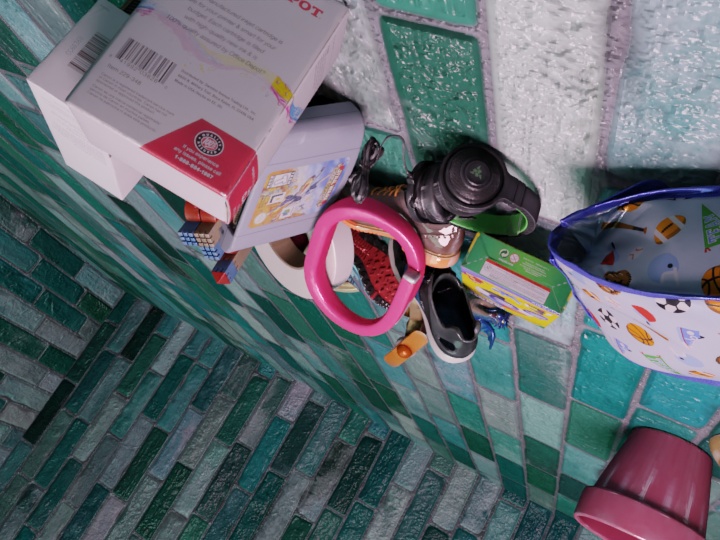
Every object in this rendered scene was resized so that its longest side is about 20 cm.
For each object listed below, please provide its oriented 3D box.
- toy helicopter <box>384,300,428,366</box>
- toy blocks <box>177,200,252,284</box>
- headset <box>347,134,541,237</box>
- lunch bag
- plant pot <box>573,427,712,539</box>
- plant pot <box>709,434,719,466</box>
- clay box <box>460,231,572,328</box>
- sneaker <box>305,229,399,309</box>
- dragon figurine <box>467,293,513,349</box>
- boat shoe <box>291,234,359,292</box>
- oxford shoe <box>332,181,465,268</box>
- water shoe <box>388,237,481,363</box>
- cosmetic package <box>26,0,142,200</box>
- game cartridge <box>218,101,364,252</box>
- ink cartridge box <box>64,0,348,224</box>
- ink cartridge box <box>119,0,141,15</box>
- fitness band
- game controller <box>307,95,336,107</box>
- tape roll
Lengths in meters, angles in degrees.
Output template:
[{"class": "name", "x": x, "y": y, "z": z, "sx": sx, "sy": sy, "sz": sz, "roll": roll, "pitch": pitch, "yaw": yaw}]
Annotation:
[{"class": "toy helicopter", "x": 0.081, "y": 0.071, "z": 0.977, "sx": 0.079, "sy": 0.132, "sz": 0.200, "roll": 23, "pitch": 160, "yaw": 16}, {"class": "toy blocks", "x": -0.214, "y": -0.075, "z": 0.978, "sx": 0.100, "sy": 0.137, "sz": 0.200, "roll": 6, "pitch": 137, "yaw": 21}, {"class": "headset", "x": 0.085, "y": -0.071, "z": 0.653, "sx": 0.200, "sy": 0.094, "sz": 0.123, "roll": 26, "pitch": 165, "yaw": -23}, {"class": "lunch bag", "x": 0.274, "y": 0.015, "z": 0.539, "sx": 0.200, "sy": 0.124, "sz": 0.170, "roll": 1, "pitch": 148, "yaw": 43}, {"class": "plant pot", "x": 0.475, "y": 0.365, "z": 1.062, "sx": 0.200, "sy": 0.179, "sz": 0.200, "roll": 28, "pitch": 162, "yaw": 10}, {"class": "plant pot", "x": 0.597, "y": 0.293, "z": 0.926, "sx": 0.200, "sy": 0.028, "sz": 0.200, "roll": 27, "pitch": 161, "yaw": 10}, {"class": "clay box", "x": 0.178, "y": 0.019, "z": 0.761, "sx": 0.115, "sy": 0.048, "sz": 0.200, "roll": 27, "pitch": 175, "yaw": 14}, {"class": "sneaker", "x": -0.008, "y": -0.023, "z": 0.987, "sx": 0.200, "sy": 0.079, "sz": 0.095, "roll": 49, "pitch": 162, "yaw": -22}, {"class": "dragon figurine", "x": 0.179, "y": 0.074, "z": 0.949, "sx": 0.099, "sy": 0.059, "sz": 0.200, "roll": 23, "pitch": 160, "yaw": 23}, {"class": "boat shoe", "x": -0.073, "y": -0.025, "z": 1.064, "sx": 0.200, "sy": 0.074, "sz": 0.066, "roll": 22, "pitch": 166, "yaw": 25}, {"class": "oxford shoe", "x": 0.036, "y": -0.081, "z": 0.782, "sx": 0.200, "sy": 0.071, "sz": 0.073, "roll": 26, "pitch": 138, "yaw": 13}, {"class": "water shoe", "x": 0.097, "y": 0.014, "z": 0.809, "sx": 0.079, "sy": 0.071, "sz": 0.200, "roll": 104, "pitch": 146, "yaw": -55}, {"class": "cosmetic package", "x": -0.255, "y": -0.165, "z": 0.676, "sx": 0.081, "sy": 0.113, "sz": 0.200, "roll": 33, "pitch": 163, "yaw": -3}, {"class": "game cartridge", "x": -0.074, "y": -0.098, "z": 0.719, "sx": 0.042, "sy": 0.133, "sz": 0.200, "roll": 61, "pitch": 144, "yaw": 22}, {"class": "ink cartridge box", "x": -0.121, "y": -0.164, "z": 0.556, "sx": 0.147, "sy": 0.200, "sz": 0.086, "roll": 31, "pitch": 163, "yaw": -1}, {"class": "ink cartridge box", "x": -0.179, "y": -0.201, "z": 0.756, "sx": 0.164, "sy": 0.075, "sz": 0.200, "roll": 25, "pitch": 162, "yaw": 22}, {"class": "fitness band", "x": 0.000, "y": 0.000, "z": 0.795, "sx": 0.143, "sy": 0.037, "sz": 0.200, "roll": 33, "pitch": 138, "yaw": 10}, {"class": "game controller", "x": -0.092, "y": -0.118, "z": 0.739, "sx": 0.104, "sy": 0.042, "sz": 0.200, "roll": -4, "pitch": 149, "yaw": -25}, {"class": "tape roll", "x": -0.091, "y": -0.058, "z": 0.908, "sx": 0.203, "sy": 0.037, "sz": 0.203, "roll": 31, "pitch": 136, "yaw": 35}]
